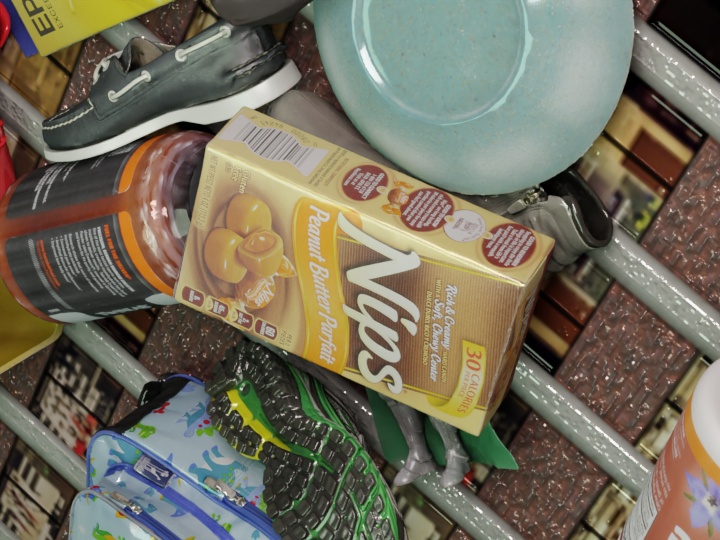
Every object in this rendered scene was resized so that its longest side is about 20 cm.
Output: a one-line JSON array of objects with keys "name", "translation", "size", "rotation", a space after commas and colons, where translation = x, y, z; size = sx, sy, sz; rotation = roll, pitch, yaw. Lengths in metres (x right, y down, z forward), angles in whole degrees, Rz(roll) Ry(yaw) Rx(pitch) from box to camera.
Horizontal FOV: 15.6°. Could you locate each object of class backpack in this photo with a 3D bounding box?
[{"name": "backpack", "translation": [-0.092, 0.195, 1.735], "size": [0.200, 0.147, 0.183], "rotation": [27, 135, 20]}]

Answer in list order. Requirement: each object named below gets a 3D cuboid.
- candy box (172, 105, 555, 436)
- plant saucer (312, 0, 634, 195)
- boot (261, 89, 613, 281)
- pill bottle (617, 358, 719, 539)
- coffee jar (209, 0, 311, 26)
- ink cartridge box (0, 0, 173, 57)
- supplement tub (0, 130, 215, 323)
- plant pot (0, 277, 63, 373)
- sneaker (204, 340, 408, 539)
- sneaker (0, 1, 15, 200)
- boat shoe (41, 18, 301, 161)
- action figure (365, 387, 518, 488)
[{"name": "candy box", "translation": [0.000, 0.000, 1.501], "size": [0.200, 0.055, 0.116], "rotation": [24, 129, 12]}, {"name": "plant saucer", "translation": [0.050, -0.136, 1.435], "size": [0.201, 0.039, 0.201], "rotation": [8, 106, 29]}, {"name": "boot", "translation": [0.047, -0.061, 1.518], "size": [0.200, 0.068, 0.131], "rotation": [43, 130, 2]}, {"name": "pill bottle", "translation": [0.208, 0.147, 1.470], "size": [0.112, 0.112, 0.200], "rotation": [36, 135, 17]}, {"name": "coffee jar", "translation": [-0.063, -0.237, 1.428], "size": [0.104, 0.085, 0.200], "rotation": [-33, 74, 47]}, {"name": "ink cartridge box", "translation": [-0.207, -0.235, 1.626], "size": [0.200, 0.047, 0.198], "rotation": [-18, 105, 43]}, {"name": "supplement tub", "translation": [-0.133, -0.028, 1.652], "size": [0.200, 0.107, 0.107], "rotation": [-10, 110, 44]}, {"name": "plant pot", "translation": [-0.362, 0.005, 1.822], "size": [0.176, 0.200, 0.200], "rotation": [-5, 114, 56]}, {"name": "sneaker", "translation": [-0.017, 0.119, 1.635], "size": [0.078, 0.085, 0.200], "rotation": [-52, 45, 19]}, {"name": "sneaker", "translation": [-0.263, -0.109, 1.717], "size": [0.115, 0.078, 0.200], "rotation": [-1, 118, 58]}, {"name": "boat shoe", "translation": [-0.125, -0.117, 1.617], "size": [0.200, 0.076, 0.060], "rotation": [-16, 107, 33]}, {"name": "action figure", "translation": [0.019, 0.034, 1.606], "size": [0.118, 0.055, 0.200], "rotation": [-5, 109, 46]}]
